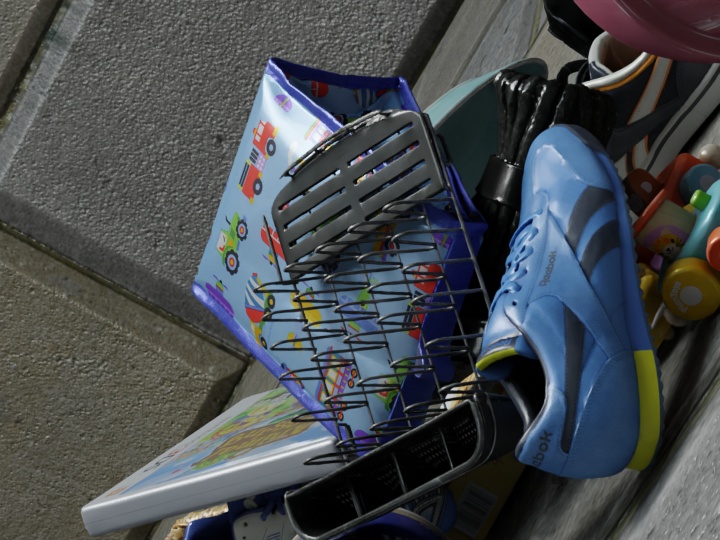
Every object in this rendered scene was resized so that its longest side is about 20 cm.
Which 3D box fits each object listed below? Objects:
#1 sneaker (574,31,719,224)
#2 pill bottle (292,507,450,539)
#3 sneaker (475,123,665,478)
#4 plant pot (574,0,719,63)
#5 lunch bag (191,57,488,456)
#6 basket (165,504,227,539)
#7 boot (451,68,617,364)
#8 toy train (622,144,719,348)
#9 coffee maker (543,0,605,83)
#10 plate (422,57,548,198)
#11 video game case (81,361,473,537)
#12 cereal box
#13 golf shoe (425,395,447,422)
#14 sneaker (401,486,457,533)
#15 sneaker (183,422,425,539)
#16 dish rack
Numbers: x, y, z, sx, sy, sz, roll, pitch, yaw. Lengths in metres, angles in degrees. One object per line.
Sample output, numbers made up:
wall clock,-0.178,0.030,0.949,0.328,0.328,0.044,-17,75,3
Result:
sneaker,0.158,-0.093,1.708,0.200,0.079,0.079,-59,6,39
pill bottle,0.007,0.197,1.461,0.116,0.115,0.200,-61,6,8
sneaker,0.093,0.010,1.398,0.066,0.078,0.201,111,157,-53
plant pot,0.199,-0.198,1.352,0.201,0.199,0.179,-62,21,-6
lunch bag,0.000,0.000,1.555,0.200,0.094,0.151,53,130,51
basket,-0.066,0.229,1.809,0.143,0.148,0.201,-56,7,48
boot,0.078,-0.027,1.575,0.211,0.079,0.159,-179,97,-72
toy train,0.160,-0.029,1.475,0.151,0.055,0.200,-64,5,-19
coffee maker,0.202,-0.212,1.743,0.200,0.134,0.193,124,152,-57
plate,0.043,-0.062,1.797,0.200,0.026,0.200,-45,-14,-14
video game case,-0.041,0.094,1.683,0.199,0.022,0.182,-17,10,37
cereal box,0.080,0.086,1.730,0.144,0.039,0.200,-61,6,1
golf shoe,0.078,0.007,1.869,0.201,0.094,0.078,-61,4,-4
sneaker,0.016,0.208,1.612,0.077,0.085,0.201,-137,52,-60
sneaker,-0.032,0.144,1.679,0.200,0.088,0.076,-43,29,39
dish rack,0.006,0.024,1.464,0.153,0.054,0.201,-30,71,43
